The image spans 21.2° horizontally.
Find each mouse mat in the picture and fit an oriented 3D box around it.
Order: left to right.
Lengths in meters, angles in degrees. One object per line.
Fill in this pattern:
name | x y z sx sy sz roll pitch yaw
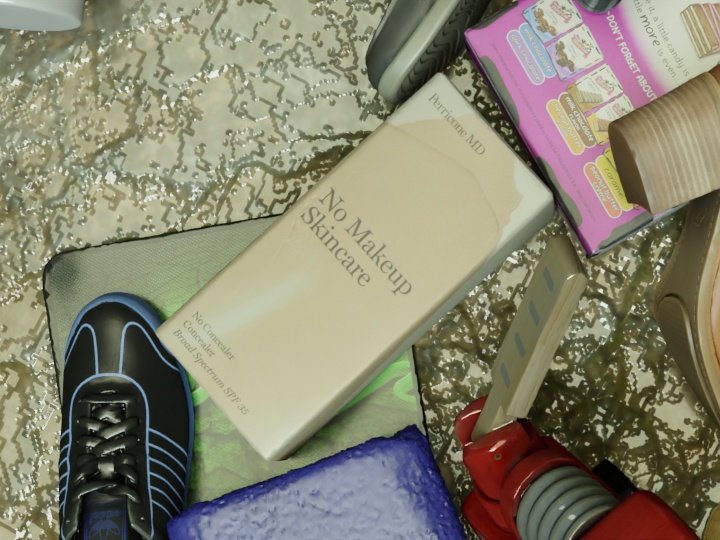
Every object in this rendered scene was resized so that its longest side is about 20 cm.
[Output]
mouse mat | -0.069 0.054 1.052 0.199 0.008 0.162 -10 86 4

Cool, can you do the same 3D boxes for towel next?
towel | -0.002 0.195 0.984 0.147 0.050 0.201 -20 87 2

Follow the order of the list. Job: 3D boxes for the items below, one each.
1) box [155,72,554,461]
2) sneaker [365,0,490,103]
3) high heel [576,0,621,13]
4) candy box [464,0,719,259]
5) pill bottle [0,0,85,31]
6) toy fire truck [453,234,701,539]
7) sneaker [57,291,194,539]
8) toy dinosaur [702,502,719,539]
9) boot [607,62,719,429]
box | 0.000 0.000 1.006 0.200 0.078 0.095 -44 83 1
sneaker | 0.030 -0.192 1.028 0.106 0.075 0.201 27 80 10
high heel | 0.070 -0.215 0.918 0.200 0.143 0.071 42 79 2
candy box | 0.172 -0.114 1.011 0.199 0.061 0.137 -30 86 4
pill bottle | -0.180 -0.234 1.025 0.110 0.111 0.201 4 88 5
toy fire truck | 0.109 0.105 0.915 0.128 0.176 0.200 -39 125 -7
sneaker | -0.125 0.110 1.011 0.070 0.078 0.201 -7 87 5
toy dinosaur | 0.226 0.159 1.004 0.101 0.058 0.201 6 80 20
boot | 0.220 -0.017 0.964 0.154 0.077 0.201 -21 105 -5
